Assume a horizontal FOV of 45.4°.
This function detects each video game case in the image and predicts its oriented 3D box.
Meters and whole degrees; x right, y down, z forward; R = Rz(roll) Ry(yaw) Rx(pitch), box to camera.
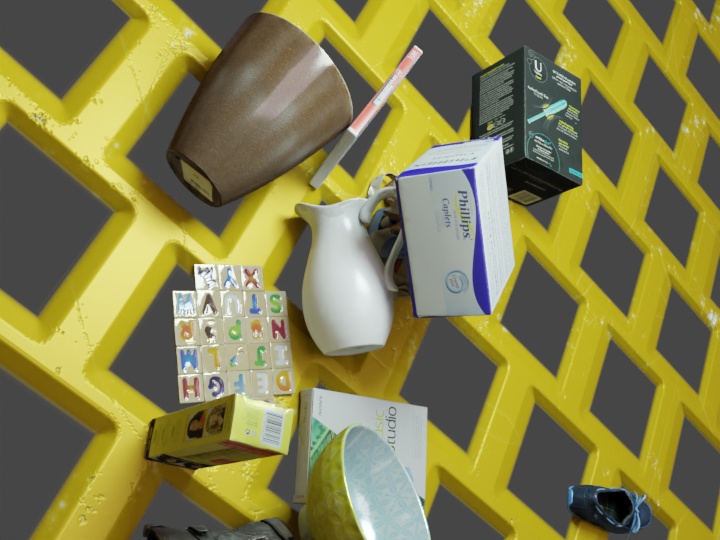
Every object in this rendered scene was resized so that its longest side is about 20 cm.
[{"bbox_3d":[0.007,-0.214,1.203,0.017,0.143,0.201,37,56,-5],"label":"video game case"}]

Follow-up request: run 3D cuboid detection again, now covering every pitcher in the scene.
[{"bbox_3d":[0.000,0.000,1.121,0.121,0.169,0.204,12,67,-57],"label":"pitcher"}]

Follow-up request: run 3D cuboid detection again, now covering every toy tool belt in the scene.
[{"bbox_3d":[0.070,-0.057,1.222,0.124,0.122,0.203,31,60,-28],"label":"toy tool belt"}]

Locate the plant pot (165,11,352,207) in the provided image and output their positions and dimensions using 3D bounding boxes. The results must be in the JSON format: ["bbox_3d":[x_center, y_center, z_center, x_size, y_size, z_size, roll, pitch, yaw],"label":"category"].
[{"bbox_3d":[-0.140,-0.180,1.069,0.187,0.186,0.201,47,68,-18],"label":"plant pot"}]

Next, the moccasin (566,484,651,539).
[{"bbox_3d":[0.423,0.398,1.416,0.198,0.068,0.082,15,68,-35],"label":"moccasin"}]

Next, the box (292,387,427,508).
[{"bbox_3d":[0.005,0.242,1.143,0.198,0.036,0.147,14,70,-33],"label":"box"}]

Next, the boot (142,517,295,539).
[{"bbox_3d":[-0.130,0.329,0.922,0.172,0.199,0.070,9,99,-39],"label":"boot"}]

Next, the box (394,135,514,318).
[{"bbox_3d":[0.128,-0.060,1.111,0.200,0.103,0.187,-45,129,-64],"label":"box"}]

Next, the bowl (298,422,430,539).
[{"bbox_3d":[-0.009,0.296,1.018,0.201,0.107,0.201,51,21,-28],"label":"bowl"}]

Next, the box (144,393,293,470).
[{"bbox_3d":[-0.156,0.177,0.925,0.075,0.199,0.051,22,62,-33],"label":"box"}]

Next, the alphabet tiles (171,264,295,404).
[{"bbox_3d":[-0.156,0.092,1.074,0.165,0.006,0.204,2,77,-39],"label":"alphabet tiles"}]

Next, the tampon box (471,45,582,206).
[{"bbox_3d":[0.277,-0.237,1.437,0.148,0.125,0.203,18,66,-34],"label":"tampon box"}]
